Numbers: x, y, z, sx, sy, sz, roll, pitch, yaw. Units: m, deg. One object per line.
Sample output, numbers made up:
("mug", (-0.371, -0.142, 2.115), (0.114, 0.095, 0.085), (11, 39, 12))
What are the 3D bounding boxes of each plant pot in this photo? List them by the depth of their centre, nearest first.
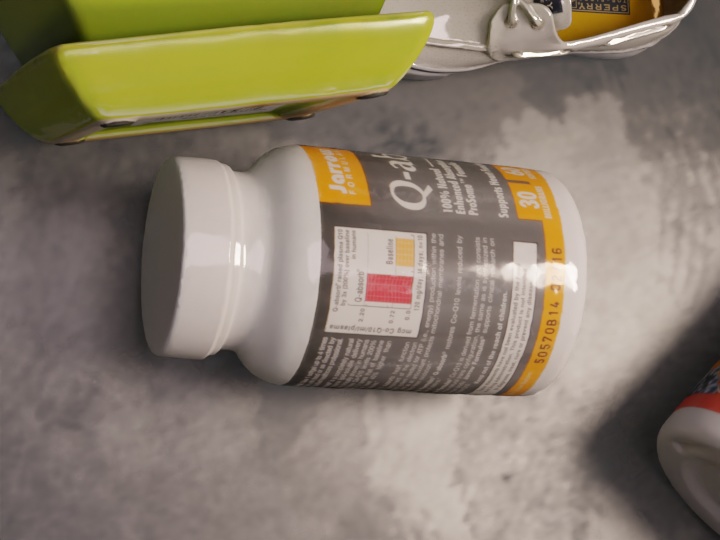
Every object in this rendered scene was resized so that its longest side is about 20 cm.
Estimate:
("plant pot", (-0.081, -0.158, 0.791), (0.199, 0.199, 0.183), (-9, 92, -21))

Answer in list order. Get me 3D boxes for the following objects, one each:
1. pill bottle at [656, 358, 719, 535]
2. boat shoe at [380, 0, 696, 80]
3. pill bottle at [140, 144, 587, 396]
("pill bottle", (0.261, 0.055, 0.922), (0.200, 0.111, 0.112), (-44, 98, -20))
("boat shoe", (0.087, -0.142, 0.909), (0.199, 0.070, 0.071), (-2, 83, -20))
("pill bottle", (0.000, 0.000, 0.835), (0.199, 0.116, 0.117), (5, 81, -19))
